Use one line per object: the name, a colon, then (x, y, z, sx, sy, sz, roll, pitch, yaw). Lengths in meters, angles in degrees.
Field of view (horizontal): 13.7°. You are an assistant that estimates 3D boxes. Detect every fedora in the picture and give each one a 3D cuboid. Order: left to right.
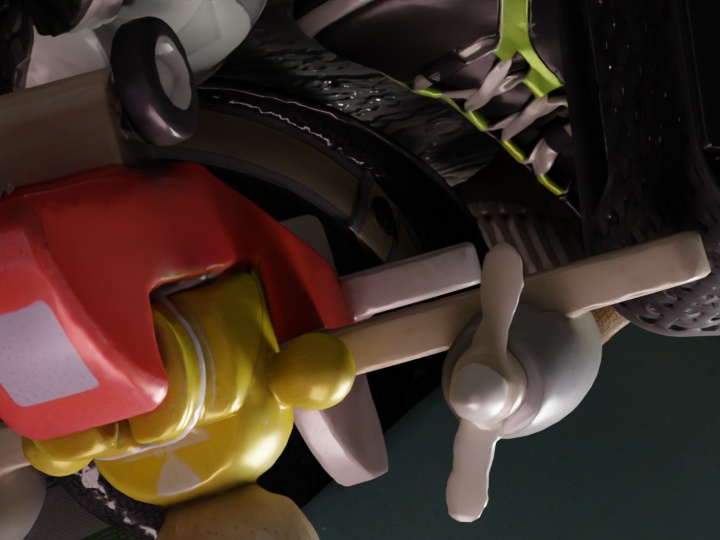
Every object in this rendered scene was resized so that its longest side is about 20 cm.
fedora: (-0.049, 0.031, 0.944, 0.200, 0.092, 0.201, 3, 142, 2)

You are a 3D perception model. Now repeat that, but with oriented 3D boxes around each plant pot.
plant pot: (0.071, 0.096, 0.942, 0.200, 0.141, 0.141, -46, 165, -15)

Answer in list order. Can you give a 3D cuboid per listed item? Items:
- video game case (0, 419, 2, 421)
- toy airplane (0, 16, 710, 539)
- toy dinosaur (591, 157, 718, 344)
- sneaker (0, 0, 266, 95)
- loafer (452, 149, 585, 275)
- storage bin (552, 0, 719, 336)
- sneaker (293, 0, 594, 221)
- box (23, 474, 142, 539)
video game case: (-0.175, 0.036, 1.083, 0.200, 0.022, 0.182, 15, 157, -38)
toy airplane: (-0.035, 0.034, 0.772, 0.199, 0.142, 0.200, -1, 159, -24)
toy dinosaur: (0.109, -0.021, 0.880, 0.101, 0.200, 0.058, 44, 165, -26)
sneaker: (-0.057, -0.090, 0.768, 0.079, 0.074, 0.200, -13, 171, -12)
loafer: (0.121, -0.015, 1.029, 0.199, 0.067, 0.076, 5, 131, 33)
storage bin: (0.162, -0.062, 0.803, 0.199, 0.136, 0.094, -2, 163, -14)
sneaker: (0.071, -0.053, 0.892, 0.200, 0.083, 0.072, 7, 158, -37)
box: (-0.067, 0.084, 1.126, 0.144, 0.036, 0.200, -24, -167, -4)
